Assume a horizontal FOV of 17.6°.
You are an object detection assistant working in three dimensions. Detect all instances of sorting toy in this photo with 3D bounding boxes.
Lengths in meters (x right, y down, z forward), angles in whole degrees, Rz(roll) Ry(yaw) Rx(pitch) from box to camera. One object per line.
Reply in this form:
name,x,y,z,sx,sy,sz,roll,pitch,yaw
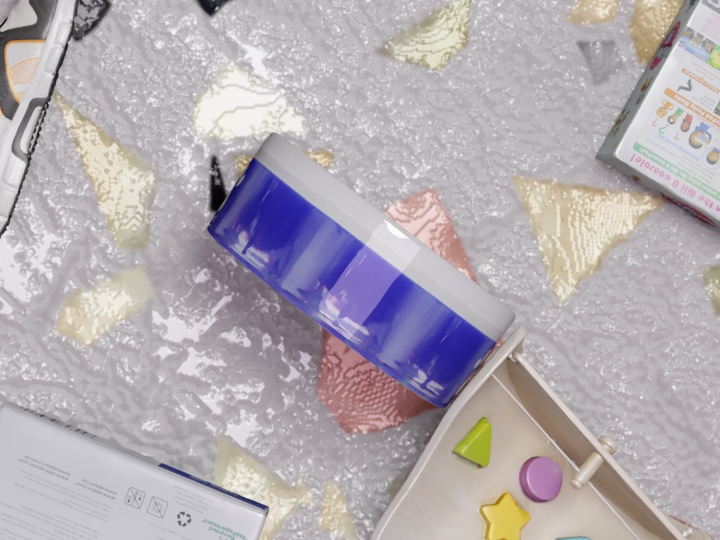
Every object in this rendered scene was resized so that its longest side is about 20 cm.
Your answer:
sorting toy,0.099,0.172,1.564,0.180,0.107,0.200,-44,98,-16

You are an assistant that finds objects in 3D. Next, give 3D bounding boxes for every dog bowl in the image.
dog bowl,0.000,0.000,1.509,0.200,0.200,0.079,37,91,-8

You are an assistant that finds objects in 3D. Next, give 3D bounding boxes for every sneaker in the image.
sneaker,-0.240,-0.124,1.534,0.079,0.074,0.202,20,91,-6

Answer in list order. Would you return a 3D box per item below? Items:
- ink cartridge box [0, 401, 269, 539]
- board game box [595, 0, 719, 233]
ink cartridge box,-0.185,0.217,1.565,0.195,0.043,0.201,22,93,3
board game box,0.276,-0.129,1.605,0.147,0.064,0.201,30,88,-8
